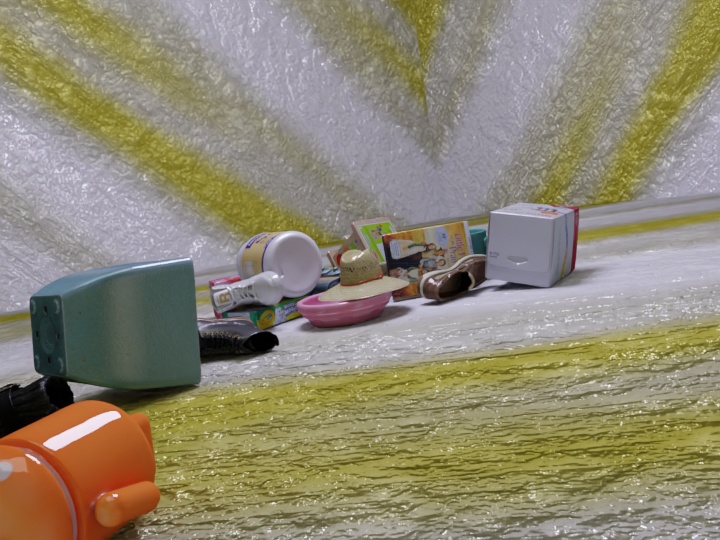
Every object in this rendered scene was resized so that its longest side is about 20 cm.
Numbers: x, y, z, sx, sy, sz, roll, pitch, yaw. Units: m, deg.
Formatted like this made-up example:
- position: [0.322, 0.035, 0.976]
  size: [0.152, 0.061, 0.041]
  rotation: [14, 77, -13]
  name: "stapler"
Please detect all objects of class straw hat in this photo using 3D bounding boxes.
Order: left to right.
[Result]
- position: [0.000, 0.000, 1.416]
  size: [0.198, 0.086, 0.201]
  rotation: [-10, 7, 1]
  name: "straw hat"

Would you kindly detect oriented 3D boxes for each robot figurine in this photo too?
- position: [-0.245, 0.178, 0.561]
  size: [0.143, 0.117, 0.200]
  rotation: [37, 18, 10]
  name: "robot figurine"

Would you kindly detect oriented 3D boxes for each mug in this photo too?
- position: [0.240, -0.031, 1.653]
  size: [0.150, 0.116, 0.184]
  rotation: [-13, 8, -31]
  name: "mug"

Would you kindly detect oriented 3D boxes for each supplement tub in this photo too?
- position: [-0.191, -0.015, 1.596]
  size: [0.144, 0.148, 0.199]
  rotation: [-13, 8, -32]
  name: "supplement tub"

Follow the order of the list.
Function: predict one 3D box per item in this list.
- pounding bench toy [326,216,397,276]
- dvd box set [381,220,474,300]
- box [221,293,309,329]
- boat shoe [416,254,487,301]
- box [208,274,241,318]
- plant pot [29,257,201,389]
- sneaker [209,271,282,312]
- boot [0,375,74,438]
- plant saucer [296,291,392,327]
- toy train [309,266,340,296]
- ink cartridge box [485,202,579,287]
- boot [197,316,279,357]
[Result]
- position: [0.031, 0.000, 1.712]
  size: [0.123, 0.202, 0.156]
  rotation: [-12, -25, -41]
  name: "pounding bench toy"
- position: [0.156, -0.023, 1.559]
  size: [0.197, 0.149, 0.029]
  rotation: [-9, -7, -4]
  name: "dvd box set"
- position: [-0.198, 0.090, 1.558]
  size: [0.116, 0.049, 0.199]
  rotation: [-4, 7, 38]
  name: "box"
- position: [0.218, 0.022, 1.472]
  size: [0.200, 0.076, 0.075]
  rotation: [-22, 22, -28]
  name: "boat shoe"
- position: [-0.271, 0.054, 1.741]
  size: [0.197, 0.097, 0.099]
  rotation: [-12, 7, -21]
  name: "box"
- position: [-0.386, 0.089, 1.068]
  size: [0.195, 0.199, 0.198]
  rotation: [-3, 2, 43]
  name: "plant pot"
- position: [-0.250, 0.054, 1.476]
  size: [0.114, 0.075, 0.199]
  rotation: [-18, 2, -34]
  name: "sneaker"
- position: [-0.480, 0.196, 0.905]
  size: [0.155, 0.081, 0.211]
  rotation: [-9, 6, 0]
  name: "boot"
- position: [-0.030, 0.074, 1.429]
  size: [0.197, 0.052, 0.201]
  rotation: [-10, 7, 1]
  name: "plant saucer"
- position: [-0.073, 0.044, 1.640]
  size: [0.113, 0.086, 0.199]
  rotation: [-27, 15, -37]
  name: "toy train"
- position: [0.371, -0.060, 1.496]
  size: [0.144, 0.147, 0.199]
  rotation: [9, 15, 30]
  name: "ink cartridge box"
- position: [-0.257, 0.125, 1.238]
  size: [0.198, 0.079, 0.138]
  rotation: [-15, 13, -33]
  name: "boot"
